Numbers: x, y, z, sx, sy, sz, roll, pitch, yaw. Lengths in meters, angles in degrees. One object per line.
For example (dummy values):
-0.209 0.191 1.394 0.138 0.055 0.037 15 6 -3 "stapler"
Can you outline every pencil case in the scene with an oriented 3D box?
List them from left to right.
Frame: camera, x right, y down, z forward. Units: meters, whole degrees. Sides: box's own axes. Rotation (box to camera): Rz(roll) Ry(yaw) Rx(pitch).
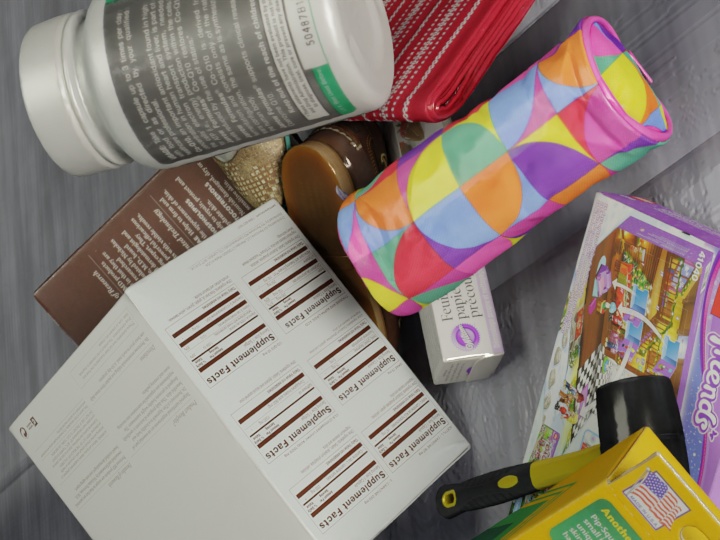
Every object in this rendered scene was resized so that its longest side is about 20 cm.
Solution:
0.075 -0.054 0.902 0.199 0.088 0.089 -34 57 31 "pencil case"

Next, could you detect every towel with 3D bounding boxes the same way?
0.030 -0.146 1.016 0.145 0.022 0.199 -54 29 -17 "towel"

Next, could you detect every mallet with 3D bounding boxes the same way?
0.097 0.096 0.858 0.199 0.041 0.067 -16 75 58 "mallet"

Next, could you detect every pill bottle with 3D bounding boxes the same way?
-0.090 -0.124 0.953 0.198 0.113 0.114 -14 70 17 "pill bottle"

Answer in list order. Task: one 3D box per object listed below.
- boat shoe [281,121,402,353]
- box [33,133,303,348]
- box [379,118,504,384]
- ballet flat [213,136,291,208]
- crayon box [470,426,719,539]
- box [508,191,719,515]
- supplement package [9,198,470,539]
0.000 0.000 1.057 0.070 0.070 0.202 14 121 32 "boat shoe"
-0.124 -0.028 1.144 0.200 0.100 0.075 -41 87 8 "box"
0.047 -0.031 1.013 0.042 0.038 0.202 103 158 -64 "box"
-0.092 -0.132 1.050 0.070 0.065 0.202 -22 76 54 "ballet flat"
0.122 0.160 0.770 0.126 0.052 0.200 49 133 0 "crayon box"
0.151 0.075 0.845 0.137 0.039 0.202 33 113 53 "box"
-0.078 0.105 1.030 0.201 0.147 0.191 51 136 4 "supplement package"
